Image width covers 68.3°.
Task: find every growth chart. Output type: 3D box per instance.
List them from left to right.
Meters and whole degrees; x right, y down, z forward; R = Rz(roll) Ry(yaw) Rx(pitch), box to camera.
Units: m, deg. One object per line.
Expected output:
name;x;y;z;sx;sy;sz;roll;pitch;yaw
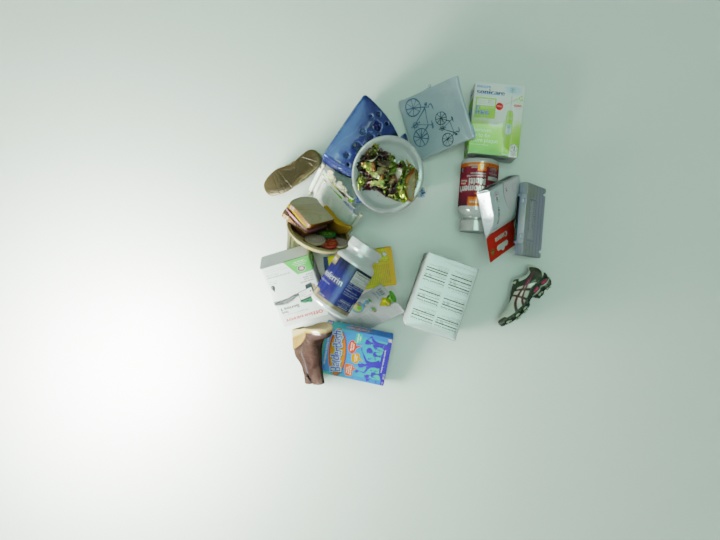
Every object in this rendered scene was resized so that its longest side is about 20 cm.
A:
growth chart;-0.074;-0.198;1.532;0.201;0.018;0.145;52;136;3

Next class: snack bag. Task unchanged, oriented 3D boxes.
snack bag;0.217;-0.435;1.519;0.198;0.021;0.192;-18;88;30

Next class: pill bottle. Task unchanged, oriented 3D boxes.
pill bottle;-0.035;0.016;1.417;0.115;0.116;0.202;33;92;2
pill bottle;0.333;-0.210;1.512;0.108;0.110;0.204;4;90;2

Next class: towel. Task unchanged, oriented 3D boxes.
towel;0.083;-0.218;1.504;0.196;0.147;0.024;-5;105;2

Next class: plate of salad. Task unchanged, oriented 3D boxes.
plate of salad;0.075;-0.250;1.390;0.197;0.048;0.204;-3;103;-11

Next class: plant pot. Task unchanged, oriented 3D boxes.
plant pot;0.018;-0.339;1.485;0.179;0.200;0.201;36;92;-6

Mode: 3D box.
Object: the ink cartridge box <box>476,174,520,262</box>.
ink cartridge box;0.399;-0.145;1.471;0.162;0.057;0.203;-29;107;-40

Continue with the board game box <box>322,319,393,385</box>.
board game box;-0.014;0.240;1.545;0.197;0.045;0.155;11;106;3

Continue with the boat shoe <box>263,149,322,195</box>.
boat shoe;-0.191;-0.281;1.554;0.198;0.066;0.075;-27;90;17

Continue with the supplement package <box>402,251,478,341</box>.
supplement package;0.218;0.068;1.478;0.145;0.191;0.203;19;92;3

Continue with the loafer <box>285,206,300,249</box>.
loafer;-0.177;-0.095;1.551;0.067;0.076;0.204;-6;90;8

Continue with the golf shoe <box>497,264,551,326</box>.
golf shoe;0.460;0.076;1.539;0.200;0.077;0.088;-45;69;0

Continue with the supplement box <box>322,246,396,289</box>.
supplement box;0.000;0.000;1.528;0.197;0.109;0.111;-9;91;2

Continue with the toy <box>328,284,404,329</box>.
toy;0.019;0.109;1.526;0.198;0.048;0.115;-27;117;31

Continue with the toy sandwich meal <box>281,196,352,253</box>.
toy sandwich meal;-0.114;-0.127;1.469;0.203;0.206;0.071;24;123;2

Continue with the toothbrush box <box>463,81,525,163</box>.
toothbrush box;0.382;-0.421;1.521;0.143;0.086;0.204;7;89;3

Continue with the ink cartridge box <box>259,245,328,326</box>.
ink cartridge box;-0.183;0.044;1.506;0.144;0.085;0.202;-16;118;3

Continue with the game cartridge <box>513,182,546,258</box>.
game cartridge;0.480;-0.140;1.505;0.038;0.128;0.204;5;91;46

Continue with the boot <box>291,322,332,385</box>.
boot;-0.121;0.239;1.509;0.072;0.199;0.169;-16;90;-37
